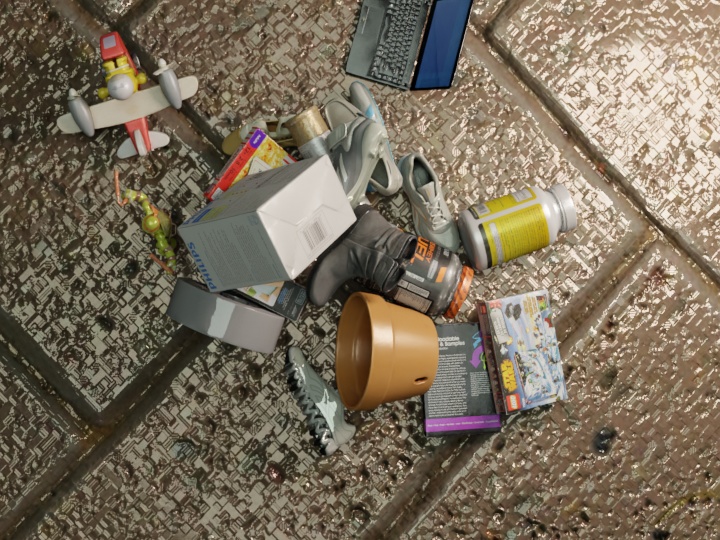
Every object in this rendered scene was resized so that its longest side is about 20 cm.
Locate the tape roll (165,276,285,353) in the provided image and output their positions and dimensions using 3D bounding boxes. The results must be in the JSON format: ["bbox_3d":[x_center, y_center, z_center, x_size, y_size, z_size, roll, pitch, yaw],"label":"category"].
[{"bbox_3d":[-0.231,0.077,1.597,0.196,0.200,0.068,20,90,-2],"label":"tape roll"}]

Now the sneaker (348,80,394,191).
[{"bbox_3d":[0.007,-0.244,1.691,0.079,0.077,0.205,-16,85,2],"label":"sneaker"}]

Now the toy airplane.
[{"bbox_3d":[-0.411,-0.297,1.637,0.196,0.141,0.203,29,86,-2],"label":"toy airplane"}]

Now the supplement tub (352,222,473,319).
[{"bbox_3d":[0.094,0.002,1.658,0.196,0.123,0.125,24,86,-2],"label":"supplement tub"}]

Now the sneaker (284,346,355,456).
[{"bbox_3d":[-0.076,0.225,1.670,0.080,0.075,0.204,-24,90,-18],"label":"sneaker"}]

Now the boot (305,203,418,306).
[{"bbox_3d":[0.000,0.000,1.559,0.131,0.069,0.202,38,103,28],"label":"boot"}]

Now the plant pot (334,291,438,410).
[{"bbox_3d":[0.048,0.144,1.625,0.137,0.199,0.205,4,87,-20],"label":"plant pot"}]

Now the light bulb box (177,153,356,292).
[{"bbox_3d":[-0.150,-0.075,1.501,0.198,0.197,0.127,-44,115,-42],"label":"light bulb box"}]

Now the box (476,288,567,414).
[{"bbox_3d":[0.292,0.146,1.683,0.134,0.040,0.205,-9,88,-23],"label":"box"}]

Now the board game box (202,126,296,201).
[{"bbox_3d":[-0.157,-0.131,1.657,0.199,0.046,0.153,38,85,-22],"label":"board game box"}]

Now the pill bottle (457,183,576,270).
[{"bbox_3d":[0.283,-0.083,1.677,0.196,0.112,0.115,-19,88,-3],"label":"pill bottle"}]

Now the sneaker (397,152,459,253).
[{"bbox_3d":[0.123,-0.120,1.680,0.075,0.092,0.203,-27,89,-4],"label":"sneaker"}]

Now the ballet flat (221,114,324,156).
[{"bbox_3d":[-0.157,-0.254,1.684,0.195,0.063,0.070,-10,60,-6],"label":"ballet flat"}]

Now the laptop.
[{"bbox_3d":[0.088,-0.430,1.689,0.196,0.103,0.181,16,86,-2],"label":"laptop"}]

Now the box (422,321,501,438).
[{"bbox_3d":[0.180,0.196,1.696,0.139,0.036,0.205,-3,88,-4],"label":"box"}]

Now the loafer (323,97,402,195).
[{"bbox_3d":[0.002,-0.219,1.625,0.070,0.070,0.201,-40,84,14],"label":"loafer"}]

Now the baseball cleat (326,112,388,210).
[{"bbox_3d":[-0.027,-0.168,1.579,0.106,0.069,0.203,34,103,23],"label":"baseball cleat"}]

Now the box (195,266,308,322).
[{"bbox_3d":[-0.187,0.019,1.647,0.197,0.117,0.061,27,88,-3],"label":"box"}]

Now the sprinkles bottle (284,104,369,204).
[{"bbox_3d":[-0.058,-0.186,1.633,0.067,0.068,0.203,-30,98,-4],"label":"sprinkles bottle"}]

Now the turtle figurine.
[{"bbox_3d":[-0.357,-0.084,1.618,0.064,0.161,0.202,-32,89,-4],"label":"turtle figurine"}]
